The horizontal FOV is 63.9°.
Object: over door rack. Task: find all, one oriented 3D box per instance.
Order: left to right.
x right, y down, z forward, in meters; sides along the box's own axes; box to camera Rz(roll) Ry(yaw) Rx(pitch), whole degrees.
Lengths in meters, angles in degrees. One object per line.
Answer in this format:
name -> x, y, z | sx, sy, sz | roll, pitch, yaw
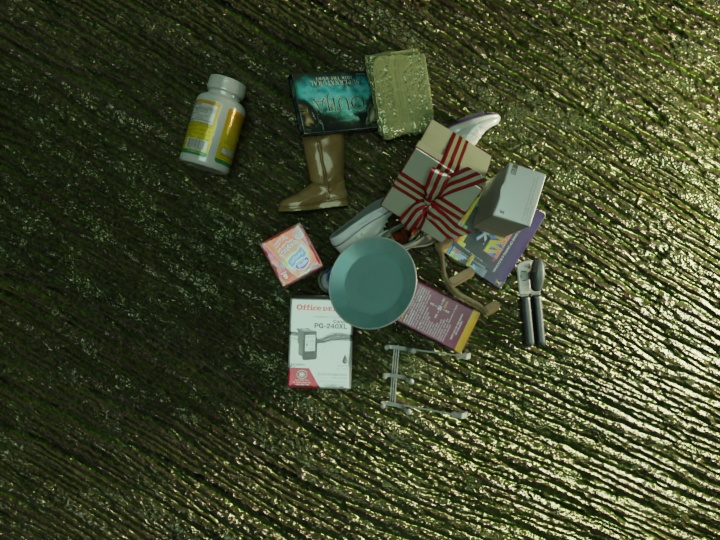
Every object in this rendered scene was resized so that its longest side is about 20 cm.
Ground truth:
over door rack -> 0.144, 0.248, 1.297 | 0.198, 0.067, 0.149 | 5, 90, 13

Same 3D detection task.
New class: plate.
plate -> 0.027, 0.027, 1.224 | 0.199, 0.026, 0.202 | -6, 74, 21

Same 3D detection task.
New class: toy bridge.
toy bridge -> 0.214, 0.016, 1.245 | 0.067, 0.027, 0.201 | -27, 68, -15

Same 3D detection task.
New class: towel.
towel -> 0.093, -0.404, 1.321 | 0.147, 0.036, 0.202 | -11, 90, -15

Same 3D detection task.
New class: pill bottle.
pill bottle -> -0.322, -0.325, 1.287 | 0.112, 0.113, 0.201 | 15, 90, -1

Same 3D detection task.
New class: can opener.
can opener -> 0.393, 0.074, 1.324 | 0.052, 0.066, 0.202 | -5, 94, -2

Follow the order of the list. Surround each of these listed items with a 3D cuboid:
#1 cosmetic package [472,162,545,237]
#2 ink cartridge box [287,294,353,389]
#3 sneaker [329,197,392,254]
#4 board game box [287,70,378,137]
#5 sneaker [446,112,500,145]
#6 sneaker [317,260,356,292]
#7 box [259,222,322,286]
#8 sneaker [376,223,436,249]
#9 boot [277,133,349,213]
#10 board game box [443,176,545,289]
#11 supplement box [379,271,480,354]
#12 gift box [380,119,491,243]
cosmetic package -> 0.302, -0.140, 1.197 | 0.081, 0.200, 0.114 | 18, 89, -1
ink cartridge box -> -0.089, 0.158, 1.302 | 0.144, 0.083, 0.202 | 2, 90, -1
sneaker -> 0.025, -0.103, 1.322 | 0.199, 0.073, 0.071 | -34, 111, 1
board game box -> -0.054, -0.374, 1.293 | 0.199, 0.028, 0.136 | -13, 90, -27
sneaker -> 0.233, -0.294, 1.326 | 0.199, 0.075, 0.100 | -26, 104, 3
sneaker -> 0.000, 0.000, 1.306 | 0.199, 0.082, 0.074 | -24, 89, -3
box -> -0.142, -0.030, 1.244 | 0.094, 0.200, 0.103 | -29, 91, -3
sneaker -> 0.128, -0.086, 1.295 | 0.199, 0.079, 0.074 | -26, 88, -24
boot -> -0.115, -0.235, 1.317 | 0.174, 0.066, 0.202 | -8, 91, -13
board game box -> 0.298, -0.085, 1.324 | 0.165, 0.057, 0.201 | 32, 89, 1
supplement box -> 0.145, 0.092, 1.285 | 0.199, 0.131, 0.104 | 27, 88, -1
gift box -> 0.176, -0.184, 1.224 | 0.199, 0.187, 0.185 | 28, 130, 2
